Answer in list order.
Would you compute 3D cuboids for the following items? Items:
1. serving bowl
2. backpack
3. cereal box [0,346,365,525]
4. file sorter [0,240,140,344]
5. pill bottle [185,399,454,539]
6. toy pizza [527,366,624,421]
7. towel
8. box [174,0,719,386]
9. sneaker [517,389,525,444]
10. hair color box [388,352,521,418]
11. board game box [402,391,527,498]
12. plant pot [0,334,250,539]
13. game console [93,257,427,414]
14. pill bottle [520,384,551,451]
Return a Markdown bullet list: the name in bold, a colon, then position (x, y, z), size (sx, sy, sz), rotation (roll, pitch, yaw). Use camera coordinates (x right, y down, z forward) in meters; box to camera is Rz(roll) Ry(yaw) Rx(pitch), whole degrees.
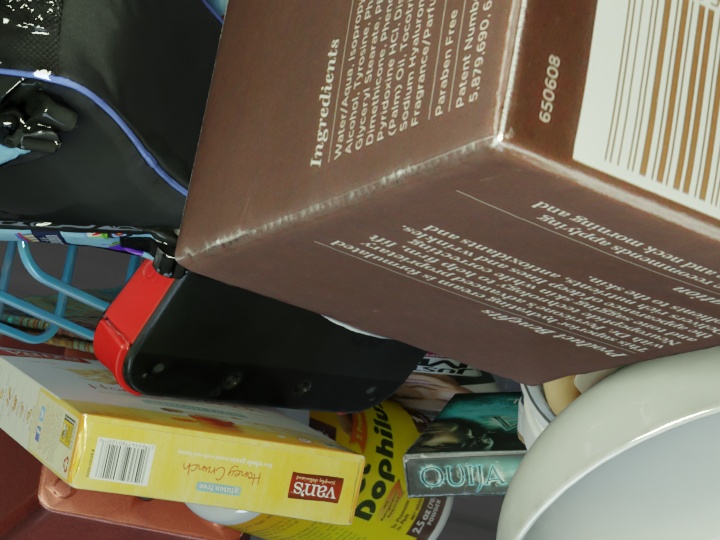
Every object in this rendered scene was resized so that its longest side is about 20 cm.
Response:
- **serving bowl**: position (0.148, 0.087, 0.826), size (0.200, 0.066, 0.200), rotation (-7, 139, -6)
- **backpack**: position (-0.161, -0.085, 0.808), size (0.200, 0.135, 0.183), rotation (2, 163, 19)
- **cereal box**: position (-0.102, 0.078, 1.009), size (0.144, 0.040, 0.200), rotation (10, -176, -25)
- **file sorter**: position (-0.186, -0.034, 1.015), size (0.200, 0.123, 0.139), rotation (-3, 159, 36)
- **pill bottle**: position (-0.040, 0.114, 1.241), size (0.109, 0.109, 0.200), rotation (-7, 157, 42)
- **toy pizza**: position (0.166, 0.025, 0.835), size (0.200, 0.032, 0.200), rotation (-8, 140, -7)
- **towel**: position (-0.120, 0.028, 1.214), size (0.146, 0.022, 0.200), rotation (9, -172, 23)
- **box**: position (0.065, -0.070, 0.686), size (0.166, 0.165, 0.200), rotation (19, 161, -29)
- **sneaker**: position (0.167, 0.024, 1.121), size (0.200, 0.109, 0.070), rotation (-18, -155, -39)
- **hair color box**: position (0.042, 0.041, 1.252), size (0.099, 0.061, 0.200), rotation (5, 164, 14)
- **board game box**: position (0.136, 0.096, 1.157), size (0.200, 0.028, 0.135), rotation (-4, -170, 16)
- **plant pot**: position (-0.152, 0.118, 1.362), size (0.200, 0.200, 0.176), rotation (12, 163, -11)
- **game console**: position (-0.016, -0.003, 0.976), size (0.200, 0.031, 0.177), rotation (9, 125, -46)
- **pill bottle**: position (0.134, 0.023, 0.947), size (0.114, 0.114, 0.200), rotation (8, 143, 4)
